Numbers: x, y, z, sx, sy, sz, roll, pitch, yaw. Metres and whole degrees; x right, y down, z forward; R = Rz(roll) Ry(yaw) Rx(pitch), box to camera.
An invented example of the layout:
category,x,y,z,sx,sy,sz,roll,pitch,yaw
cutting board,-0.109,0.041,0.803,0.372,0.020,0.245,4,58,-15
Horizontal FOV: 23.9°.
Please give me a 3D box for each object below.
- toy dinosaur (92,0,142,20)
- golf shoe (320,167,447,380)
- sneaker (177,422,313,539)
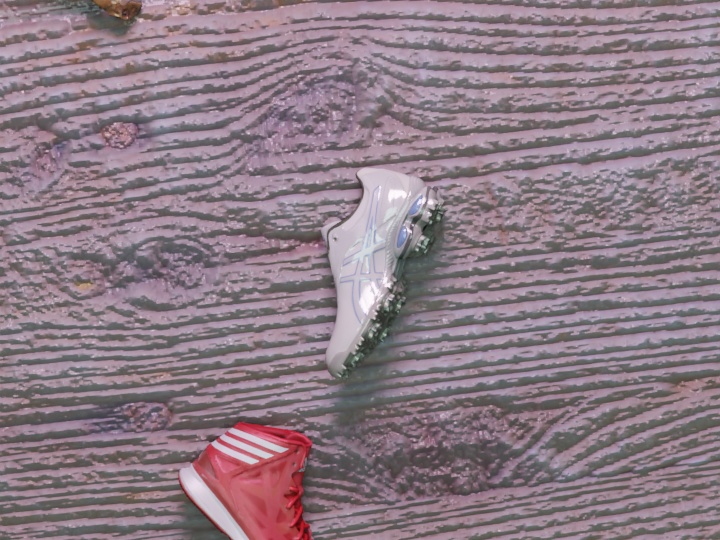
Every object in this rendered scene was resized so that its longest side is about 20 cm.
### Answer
category,x,y,z,sx,sy,sz,roll,pitch,yaw
toy dinosaur,-0.281,-0.297,1.527,0.199,0.060,0.107,29,95,-5
golf shoe,0.000,0.000,1.575,0.097,0.078,0.201,25,88,12
sneaker,-0.065,0.225,1.581,0.116,0.078,0.200,-45,97,3
